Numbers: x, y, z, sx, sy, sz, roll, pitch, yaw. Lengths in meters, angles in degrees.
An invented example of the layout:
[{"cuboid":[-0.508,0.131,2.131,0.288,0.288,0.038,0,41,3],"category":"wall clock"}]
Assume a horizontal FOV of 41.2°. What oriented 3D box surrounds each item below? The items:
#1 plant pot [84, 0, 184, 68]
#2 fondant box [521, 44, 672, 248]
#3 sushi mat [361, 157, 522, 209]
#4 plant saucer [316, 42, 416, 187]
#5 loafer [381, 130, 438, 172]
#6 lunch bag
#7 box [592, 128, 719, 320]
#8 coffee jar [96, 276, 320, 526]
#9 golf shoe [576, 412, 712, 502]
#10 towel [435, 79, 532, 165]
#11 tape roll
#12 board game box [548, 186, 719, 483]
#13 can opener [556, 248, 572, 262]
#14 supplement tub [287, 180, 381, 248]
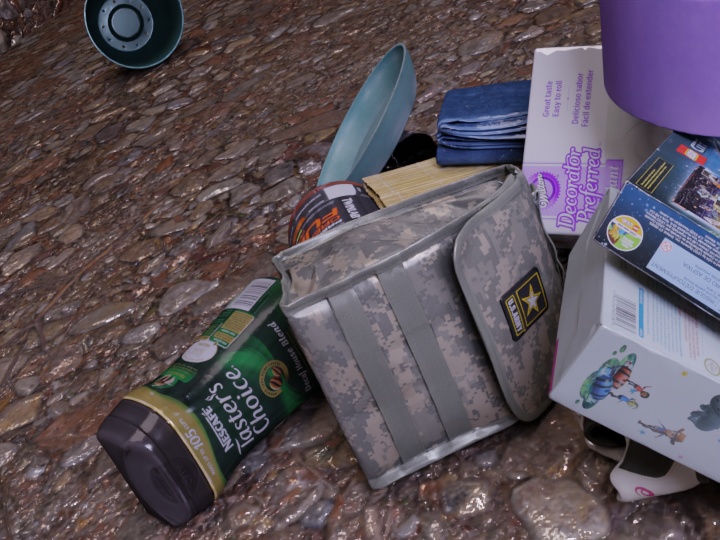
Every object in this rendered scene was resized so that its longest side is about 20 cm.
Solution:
[{"cuboid":[-0.480,-0.521,2.000,0.199,0.203,0.161,-31,18,-13],"category":"plant pot"},{"cuboid":[0.222,-0.089,0.708,0.197,0.058,0.147,4,83,29],"category":"fondant box"},{"cuboid":[0.107,-0.089,0.873,0.197,0.012,0.096,-17,31,-8],"category":"sushi mat"},{"cuboid":[0.011,-0.153,1.063,0.201,0.036,0.201,-56,16,25],"category":"plant saucer"},{"cuboid":[0.062,-0.126,1.055,0.072,0.072,0.200,-29,29,-10],"category":"loafer"},{"cuboid":[0.059,0.035,0.695,0.198,0.166,0.118,-25,23,0],"category":"lunch bag"},{"cuboid":[0.224,-0.025,0.549,0.136,0.038,0.200,34,31,14],"category":"box"},{"cuboid":[-0.112,0.103,0.774,0.085,0.105,0.200,6,41,46],"category":"coffee jar"},{"cuboid":[0.176,0.070,0.647,0.087,0.078,0.201,-27,29,5],"category":"golf shoe"},{"cuboid":[0.168,-0.143,0.879,0.197,0.049,0.112,-3,33,15],"category":"towel"},{"cuboid":[0.251,-0.166,0.601,0.197,0.086,0.201,-9,33,6],"category":"tape roll"},{"cuboid":[0.213,0.050,0.539,0.198,0.065,0.148,25,38,1],"category":"board game box"},{"cuboid":[0.208,-0.018,0.789,0.066,0.054,0.200,-28,30,-7],"category":"can opener"},{"cuboid":[0.000,0.000,0.857,0.106,0.108,0.200,-25,28,-3],"category":"supplement tub"}]
